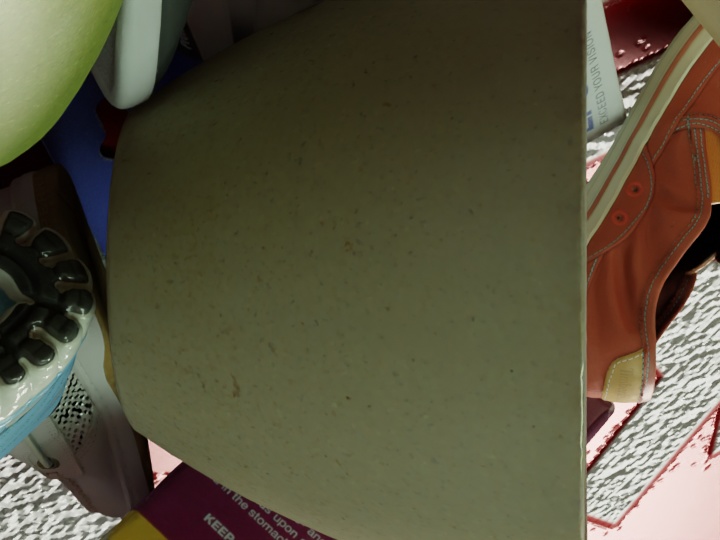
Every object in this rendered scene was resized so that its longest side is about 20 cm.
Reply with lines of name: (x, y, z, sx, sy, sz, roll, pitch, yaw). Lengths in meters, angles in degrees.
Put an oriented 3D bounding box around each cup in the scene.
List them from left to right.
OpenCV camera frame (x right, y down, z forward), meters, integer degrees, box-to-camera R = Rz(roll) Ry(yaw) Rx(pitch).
cup: (0.000, 0.000, 0.776, 0.142, 0.201, 0.201, -1, 145, 5)

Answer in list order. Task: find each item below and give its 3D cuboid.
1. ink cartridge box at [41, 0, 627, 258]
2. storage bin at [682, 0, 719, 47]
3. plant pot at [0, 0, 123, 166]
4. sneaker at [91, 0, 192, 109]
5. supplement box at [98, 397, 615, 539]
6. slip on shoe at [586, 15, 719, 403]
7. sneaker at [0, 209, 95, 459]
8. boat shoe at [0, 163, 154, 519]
ink cartridge box: (-0.010, -0.069, 0.860, 0.199, 0.041, 0.200, -30, 146, -5)
storage bin: (0.193, -0.102, 0.810, 0.198, 0.200, 0.094, -13, 151, -50)
plant pot: (-0.126, -0.103, 0.622, 0.186, 0.188, 0.200, -26, 160, -10)
sneaker: (-0.032, -0.136, 0.716, 0.099, 0.071, 0.201, -11, 130, -25)
supplement box: (-0.018, 0.101, 0.926, 0.200, 0.103, 0.131, -43, 173, -38)
slip on shoe: (0.122, -0.029, 0.940, 0.201, 0.061, 0.074, -57, 162, -30)
sneaker: (-0.163, 0.067, 0.758, 0.199, 0.079, 0.090, -30, 155, -19)
boat shoe: (-0.116, 0.033, 0.886, 0.069, 0.071, 0.200, -14, 147, -2)
